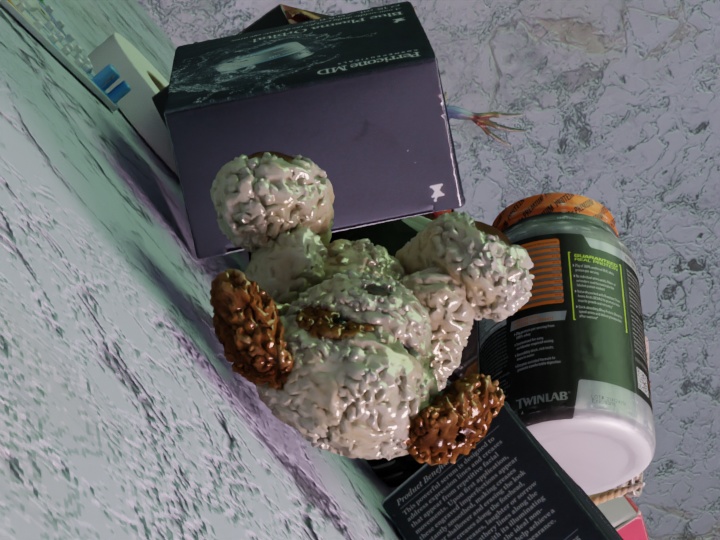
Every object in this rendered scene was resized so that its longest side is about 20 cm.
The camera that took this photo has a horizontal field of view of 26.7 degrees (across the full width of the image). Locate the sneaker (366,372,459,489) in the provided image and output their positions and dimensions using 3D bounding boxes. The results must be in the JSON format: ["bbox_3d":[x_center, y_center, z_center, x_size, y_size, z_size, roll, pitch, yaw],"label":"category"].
[{"bbox_3d":[0.051,0.106,1.105,0.200,0.075,0.116,61,22,-47],"label":"sneaker"}]

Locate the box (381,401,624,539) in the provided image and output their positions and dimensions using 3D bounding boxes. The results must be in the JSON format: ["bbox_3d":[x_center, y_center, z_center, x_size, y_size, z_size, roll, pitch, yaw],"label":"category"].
[{"bbox_3d":[0.127,0.208,0.953,0.148,0.107,0.200,47,5,-45],"label":"box"}]

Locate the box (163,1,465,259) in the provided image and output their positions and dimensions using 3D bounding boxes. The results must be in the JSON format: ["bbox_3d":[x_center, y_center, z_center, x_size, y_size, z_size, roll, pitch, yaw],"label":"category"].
[{"bbox_3d":[-0.037,-0.111,1.139,0.200,0.196,0.118,-101,179,-68],"label":"box"}]

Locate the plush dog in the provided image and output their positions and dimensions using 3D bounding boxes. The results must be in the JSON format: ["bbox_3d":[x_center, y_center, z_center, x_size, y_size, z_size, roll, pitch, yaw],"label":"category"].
[{"bbox_3d":[-0.010,0.042,0.864,0.199,0.161,0.172,20,22,-7],"label":"plush dog"}]

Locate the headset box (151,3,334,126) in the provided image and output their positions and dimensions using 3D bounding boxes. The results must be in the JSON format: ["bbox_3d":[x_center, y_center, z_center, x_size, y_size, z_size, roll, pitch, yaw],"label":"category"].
[{"bbox_3d":[-0.076,-0.158,1.339,0.077,0.149,0.200,60,21,7],"label":"headset box"}]

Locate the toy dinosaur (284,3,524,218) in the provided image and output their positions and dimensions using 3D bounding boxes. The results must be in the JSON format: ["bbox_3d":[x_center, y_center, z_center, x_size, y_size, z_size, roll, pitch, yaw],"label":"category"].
[{"bbox_3d":[0.030,-0.131,1.288,0.105,0.199,0.182,-159,-114,-76],"label":"toy dinosaur"}]

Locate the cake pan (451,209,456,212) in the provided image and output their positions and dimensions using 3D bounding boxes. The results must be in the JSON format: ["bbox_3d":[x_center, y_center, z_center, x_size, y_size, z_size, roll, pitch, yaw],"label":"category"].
[{"bbox_3d":[-0.012,-0.038,1.393,0.200,0.200,0.037,49,29,-28],"label":"cake pan"}]

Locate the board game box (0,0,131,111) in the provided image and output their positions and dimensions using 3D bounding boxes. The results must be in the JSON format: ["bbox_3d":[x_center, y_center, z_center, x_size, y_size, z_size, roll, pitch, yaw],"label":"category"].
[{"bbox_3d":[-0.286,-0.245,1.259,0.200,0.026,0.200,52,3,35],"label":"board game box"}]

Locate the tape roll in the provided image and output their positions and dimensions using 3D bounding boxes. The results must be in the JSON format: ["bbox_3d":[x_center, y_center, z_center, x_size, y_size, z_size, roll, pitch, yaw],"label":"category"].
[{"bbox_3d":[-0.178,-0.136,1.427,0.203,0.037,0.203,51,3,-4],"label":"tape roll"}]

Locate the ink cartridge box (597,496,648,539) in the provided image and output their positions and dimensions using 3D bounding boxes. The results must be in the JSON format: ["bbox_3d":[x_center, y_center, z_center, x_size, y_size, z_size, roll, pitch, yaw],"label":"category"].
[{"bbox_3d":[0.195,0.246,1.343,0.148,0.085,0.200,53,-13,49],"label":"ink cartridge box"}]

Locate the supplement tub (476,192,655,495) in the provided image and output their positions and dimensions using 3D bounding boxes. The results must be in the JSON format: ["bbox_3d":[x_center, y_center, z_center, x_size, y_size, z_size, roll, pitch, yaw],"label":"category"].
[{"bbox_3d":[0.145,0.051,1.096,0.123,0.122,0.201,47,35,-46],"label":"supplement tub"}]

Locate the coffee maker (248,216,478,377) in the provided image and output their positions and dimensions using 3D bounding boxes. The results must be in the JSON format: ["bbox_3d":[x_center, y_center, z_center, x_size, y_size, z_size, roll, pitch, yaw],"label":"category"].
[{"bbox_3d":[0.000,0.000,1.227,0.200,0.135,0.192,35,27,32],"label":"coffee maker"}]

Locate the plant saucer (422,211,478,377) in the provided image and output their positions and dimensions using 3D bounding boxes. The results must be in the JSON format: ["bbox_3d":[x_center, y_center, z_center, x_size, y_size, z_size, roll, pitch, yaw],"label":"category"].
[{"bbox_3d":[0.056,0.045,1.351,0.200,0.200,0.035,50,26,2],"label":"plant saucer"}]

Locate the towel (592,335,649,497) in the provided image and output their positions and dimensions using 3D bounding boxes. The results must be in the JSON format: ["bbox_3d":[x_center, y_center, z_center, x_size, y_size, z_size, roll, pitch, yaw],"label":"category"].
[{"bbox_3d":[0.156,0.109,1.219,0.034,0.133,0.200,6,-5,-31],"label":"towel"}]

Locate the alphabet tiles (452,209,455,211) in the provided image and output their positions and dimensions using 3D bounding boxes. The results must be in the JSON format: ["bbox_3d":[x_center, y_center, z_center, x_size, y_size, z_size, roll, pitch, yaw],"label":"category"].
[{"bbox_3d":[0.001,-0.030,1.457,0.167,0.199,0.006,74,25,-44],"label":"alphabet tiles"}]

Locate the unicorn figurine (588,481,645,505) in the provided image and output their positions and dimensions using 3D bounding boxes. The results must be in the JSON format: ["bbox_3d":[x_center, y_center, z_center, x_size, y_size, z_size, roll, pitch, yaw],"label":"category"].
[{"bbox_3d":[0.131,0.199,1.175,0.200,0.074,0.138,26,-44,51],"label":"unicorn figurine"}]
